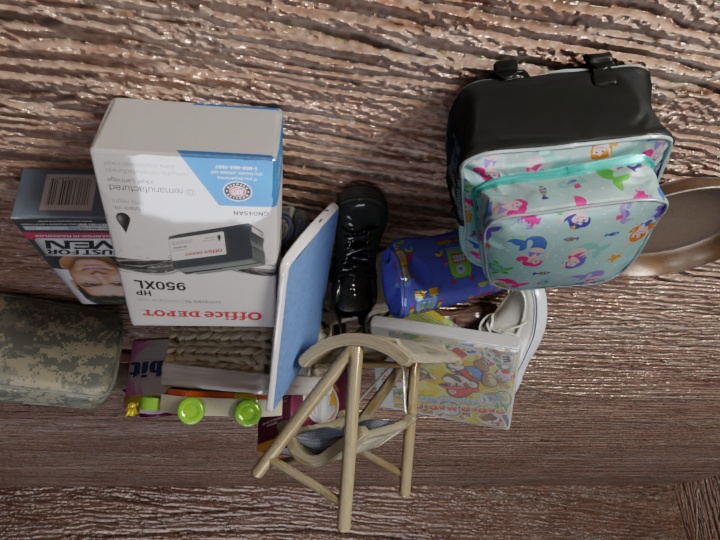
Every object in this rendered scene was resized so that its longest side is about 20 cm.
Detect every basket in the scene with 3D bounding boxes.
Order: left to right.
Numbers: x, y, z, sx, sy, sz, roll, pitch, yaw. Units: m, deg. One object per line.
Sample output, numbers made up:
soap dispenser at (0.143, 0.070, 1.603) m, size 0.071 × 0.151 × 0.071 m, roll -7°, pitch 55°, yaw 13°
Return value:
basket at (-0.145, 0.093, 0.795) m, size 0.199 × 0.124 × 0.135 m, roll -5°, pitch 168°, yaw 38°

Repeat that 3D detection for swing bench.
swing bench at (0.007, 0.164, 0.722) m, size 0.129 × 0.201 × 0.199 m, roll 21°, pitch 180°, yaw 27°

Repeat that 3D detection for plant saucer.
plant saucer at (0.356, -0.050, 0.703) m, size 0.199 × 0.032 × 0.200 m, roll -2°, pitch 154°, yaw -1°

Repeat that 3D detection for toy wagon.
toy wagon at (-0.204, 0.175, 0.808) m, size 0.199 × 0.040 × 0.155 m, roll 5°, pitch 171°, yaw -9°

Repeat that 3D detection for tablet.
tablet at (-0.062, 0.040, 0.644) m, size 0.014 × 0.130 × 0.201 m, roll 20°, pitch 127°, yaw 11°

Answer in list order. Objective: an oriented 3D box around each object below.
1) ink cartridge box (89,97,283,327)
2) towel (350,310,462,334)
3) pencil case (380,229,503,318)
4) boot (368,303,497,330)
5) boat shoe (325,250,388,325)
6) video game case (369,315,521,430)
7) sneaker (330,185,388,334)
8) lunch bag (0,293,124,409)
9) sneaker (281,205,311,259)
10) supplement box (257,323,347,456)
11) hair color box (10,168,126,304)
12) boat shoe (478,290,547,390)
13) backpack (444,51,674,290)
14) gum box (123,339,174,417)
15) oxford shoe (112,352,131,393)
ink cartridge box at (-0.144, -0.043, 0.560) m, size 0.144 × 0.085 × 0.201 m, roll 2°, pitch 134°, yaw -6°
towel at (0.089, 0.110, 0.903) m, size 0.199 × 0.023 × 0.144 m, roll 28°, pitch 129°, yaw -31°
pencil case at (0.117, -0.012, 0.663) m, size 0.199 × 0.087 × 0.078 m, roll -15°, pitch -179°, yaw -14°
boot at (0.098, 0.107, 0.961) m, size 0.199 × 0.065 × 0.187 m, roll -2°, pitch 140°, yaw -8°
boat shoe at (0.029, 0.025, 0.798) m, size 0.200 × 0.072 × 0.068 m, roll -31°, pitch 163°, yaw 34°
video game case at (0.115, 0.146, 0.859) m, size 0.199 × 0.023 × 0.183 m, roll 7°, pitch 133°, yaw 15°
sneaker at (-0.003, 0.000, 0.696) m, size 0.060 × 0.105 × 0.200 m, roll 2°, pitch 153°, yaw -6°
lunch bag at (-0.457, 0.131, 0.890) m, size 0.199 × 0.140 × 0.168 m, roll 12°, pitch 150°, yaw -24°
sneaker at (-0.123, -0.006, 0.720) m, size 0.199 × 0.075 × 0.087 m, roll -16°, pitch 155°, yaw 28°
supplement box at (-0.085, 0.171, 0.925) m, size 0.110 × 0.201 × 0.085 m, roll 20°, pitch 145°, yaw -37°
hair color box at (-0.283, -0.029, 0.672) m, size 0.098 × 0.061 × 0.200 m, roll 0°, pitch 154°, yaw -4°
boat shoe at (0.190, 0.097, 0.859) m, size 0.086 × 0.075 × 0.203 m, roll -3°, pitch 126°, yaw -22°
backpack at (0.165, -0.066, 0.542) m, size 0.176 × 0.152 × 0.200 m, roll -6°, pitch 158°, yaw 5°
gum box at (-0.277, 0.175, 1.018) m, size 0.199 × 0.114 × 0.066 m, roll -4°, pitch 153°, yaw 4°
oxford shoe at (-0.392, 0.214, 1.131) m, size 0.070 × 0.075 × 0.200 m, roll -12°, pitch 152°, yaw 18°
